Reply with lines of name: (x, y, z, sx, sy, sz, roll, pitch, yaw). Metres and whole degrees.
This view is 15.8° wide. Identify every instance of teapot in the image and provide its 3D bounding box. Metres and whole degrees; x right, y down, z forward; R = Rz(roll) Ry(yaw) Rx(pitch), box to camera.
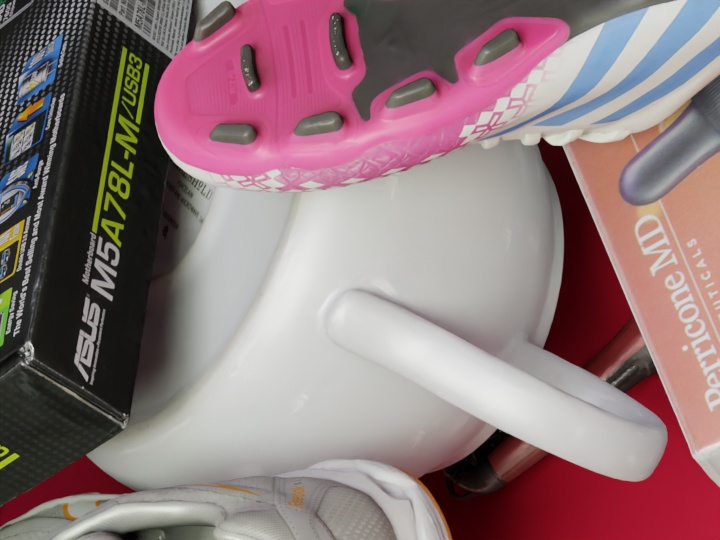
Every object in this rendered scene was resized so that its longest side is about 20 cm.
teapot: (0.000, 0.000, 0.843, 0.197, 0.146, 0.201, -35, 44, 44)

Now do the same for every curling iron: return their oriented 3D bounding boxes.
curling iron: (0.100, 0.009, 0.876, 0.200, 0.026, 0.050, -39, 53, 15)

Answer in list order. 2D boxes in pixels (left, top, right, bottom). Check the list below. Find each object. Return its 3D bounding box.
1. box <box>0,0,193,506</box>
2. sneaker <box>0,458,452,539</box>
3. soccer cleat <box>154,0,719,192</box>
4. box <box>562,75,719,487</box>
box: (-0.137, 0.002, 0.825, 0.193, 0.047, 0.201, -30, 38, 34)
sneaker: (-0.076, 0.094, 0.742, 0.199, 0.092, 0.076, -19, 75, 32)
soccer cleat: (0.044, -0.057, 0.729, 0.199, 0.086, 0.070, -20, 56, 5)
box: (0.177, -0.031, 0.776, 0.199, 0.106, 0.153, -28, 59, 12)
